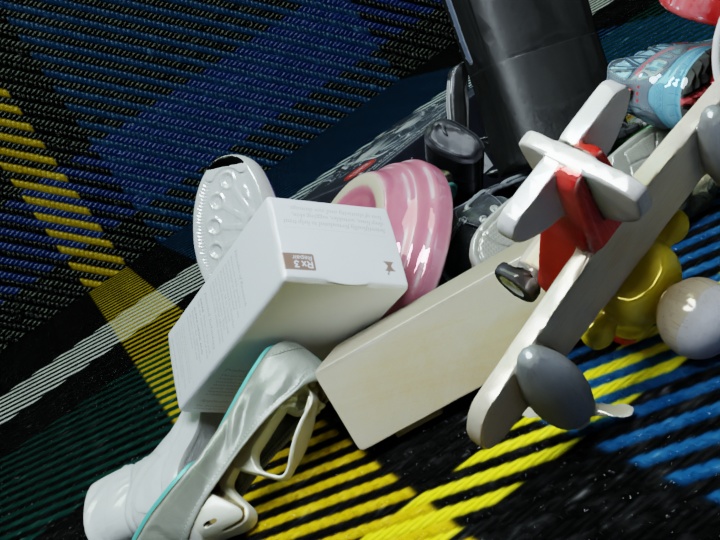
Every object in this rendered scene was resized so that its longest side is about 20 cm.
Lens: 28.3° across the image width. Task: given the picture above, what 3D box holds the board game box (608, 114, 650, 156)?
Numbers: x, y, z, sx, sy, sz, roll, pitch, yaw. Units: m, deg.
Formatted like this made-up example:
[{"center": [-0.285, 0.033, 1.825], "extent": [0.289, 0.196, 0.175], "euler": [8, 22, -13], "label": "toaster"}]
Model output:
[{"center": [0.244, -0.116, 1.279], "extent": [0.105, 0.024, 0.200], "euler": [-25, 14, 34], "label": "board game box"}]

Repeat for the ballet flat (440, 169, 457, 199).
[{"center": [0.045, -0.053, 1.262], "extent": [0.072, 0.072, 0.200], "euler": [-34, -15, -5], "label": "ballet flat"}]

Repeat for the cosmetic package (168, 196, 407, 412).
[{"center": [-0.059, 0.031, 1.045], "extent": [0.101, 0.074, 0.200], "euler": [5, -35, -30], "label": "cosmetic package"}]

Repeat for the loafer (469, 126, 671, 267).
[{"center": [0.168, -0.042, 1.092], "extent": [0.199, 0.072, 0.063], "euler": [-30, -7, -13], "label": "loafer"}]

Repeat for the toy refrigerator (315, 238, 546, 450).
[{"center": [0.075, 0.042, 0.961], "extent": [0.199, 0.070, 0.076], "euler": [-30, 5, 15], "label": "toy refrigerator"}]

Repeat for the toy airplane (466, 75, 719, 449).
[{"center": [0.146, -0.008, 0.776], "extent": [0.199, 0.141, 0.200], "euler": [-31, -27, -52], "label": "toy airplane"}]

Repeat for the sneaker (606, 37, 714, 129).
[{"center": [0.252, -0.153, 1.100], "extent": [0.095, 0.080, 0.200], "euler": [13, 15, 32], "label": "sneaker"}]

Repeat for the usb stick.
[{"center": [0.085, -0.085, 1.271], "extent": [0.033, 0.055, 0.200], "euler": [-62, -11, -11], "label": "usb stick"}]

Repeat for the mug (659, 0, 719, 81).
[{"center": [0.320, -0.190, 1.006], "extent": [0.133, 0.178, 0.200], "euler": [-43, -1, 35], "label": "mug"}]

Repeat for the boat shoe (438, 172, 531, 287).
[{"center": [0.107, -0.031, 1.186], "extent": [0.068, 0.072, 0.200], "euler": [-31, 3, 38], "label": "boat shoe"}]

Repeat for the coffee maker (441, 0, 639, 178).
[{"center": [0.157, -0.196, 1.237], "extent": [0.134, 0.201, 0.192], "euler": [-21, 4, -35], "label": "coffee maker"}]

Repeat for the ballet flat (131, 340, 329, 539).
[{"center": [-0.086, 0.141, 0.981], "extent": [0.200, 0.064, 0.067], "euler": [-56, -24, -9], "label": "ballet flat"}]

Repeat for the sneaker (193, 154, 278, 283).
[{"center": [-0.072, -0.007, 1.257], "extent": [0.080, 0.201, 0.146], "euler": [-9, 6, 25], "label": "sneaker"}]

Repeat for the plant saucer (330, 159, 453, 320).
[{"center": [0.000, 0.000, 1.141], "extent": [0.201, 0.051, 0.201], "euler": [-49, 27, 37], "label": "plant saucer"}]

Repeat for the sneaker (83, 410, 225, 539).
[{"center": [-0.155, 0.150, 1.135], "extent": [0.115, 0.074, 0.200], "euler": [-26, 14, 21], "label": "sneaker"}]

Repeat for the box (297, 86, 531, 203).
[{"center": [0.057, -0.092, 1.504], "extent": [0.200, 0.104, 0.182], "euler": [-39, 11, -30], "label": "box"}]

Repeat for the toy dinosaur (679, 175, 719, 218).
[{"center": [0.199, -0.048, 0.990], "extent": [0.200, 0.088, 0.047], "euler": [-37, 50, -8], "label": "toy dinosaur"}]
